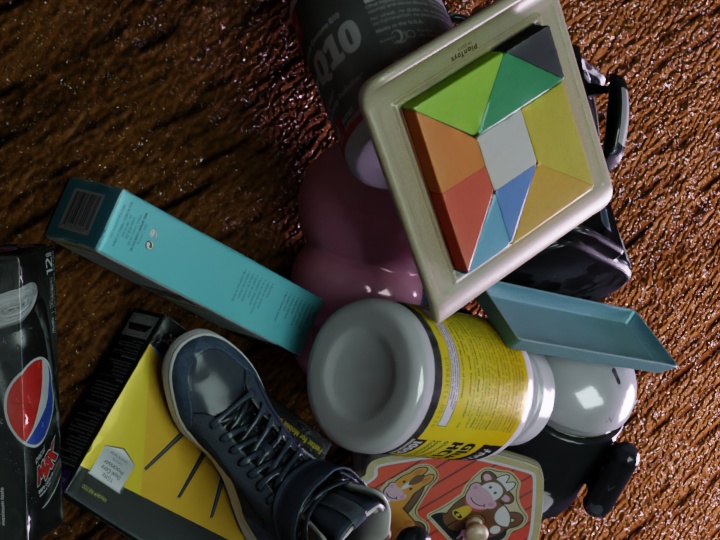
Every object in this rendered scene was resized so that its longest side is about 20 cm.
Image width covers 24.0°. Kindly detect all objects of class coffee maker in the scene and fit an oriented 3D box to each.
[{"bbox_3d":[0.127,-0.084,1.380,0.190,0.135,0.202,10,57,-26],"label":"coffee maker"}]

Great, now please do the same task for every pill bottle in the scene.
[{"bbox_3d":[0.013,-0.173,1.271,0.113,0.114,0.201,3,53,-39],"label":"pill bottle"},{"bbox_3d":[0.061,0.087,1.287,0.199,0.112,0.114,11,89,-50],"label":"pill bottle"}]

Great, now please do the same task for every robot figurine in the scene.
[{"bbox_3d":[0.153,0.129,1.438,0.149,0.125,0.201,20,126,-10],"label":"robot figurine"}]

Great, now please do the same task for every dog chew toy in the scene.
[{"bbox_3d":[0.000,0.000,1.339,0.124,0.124,0.202,8,99,-39],"label":"dog chew toy"}]

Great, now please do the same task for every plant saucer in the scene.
[{"bbox_3d":[0.170,0.047,1.345,0.199,0.070,0.019,10,126,-41],"label":"plant saucer"}]

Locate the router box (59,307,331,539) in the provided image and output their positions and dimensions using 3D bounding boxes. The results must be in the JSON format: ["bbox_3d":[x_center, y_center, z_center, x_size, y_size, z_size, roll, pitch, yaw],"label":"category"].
[{"bbox_3d":[-0.129,0.144,1.289,0.200,0.051,0.150,40,71,-36],"label":"router box"}]

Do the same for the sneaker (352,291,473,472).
[{"bbox_3d":[0.048,0.118,1.410,0.071,0.080,0.202,7,92,-41],"label":"sneaker"}]

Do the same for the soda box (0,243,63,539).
[{"bbox_3d":[-0.248,0.084,1.162,0.063,0.070,0.202,-33,123,-75],"label":"soda box"}]

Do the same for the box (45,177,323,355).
[{"bbox_3d":[-0.128,-0.002,1.253,0.199,0.082,0.050,30,80,-38],"label":"box"}]

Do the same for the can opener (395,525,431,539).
[{"bbox_3d":[0.049,0.293,1.391,0.063,0.078,0.201,-42,129,-36],"label":"can opener"}]

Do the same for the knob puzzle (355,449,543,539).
[{"bbox_3d":[0.065,0.217,1.392,0.217,0.031,0.221,-4,125,-6],"label":"knob puzzle"}]

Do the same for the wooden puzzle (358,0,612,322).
[{"bbox_3d":[0.098,-0.086,1.200,0.184,0.037,0.201,-34,122,-26],"label":"wooden puzzle"}]

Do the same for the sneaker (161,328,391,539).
[{"bbox_3d":[-0.056,0.135,1.220,0.077,0.146,0.203,-40,119,-24],"label":"sneaker"}]
